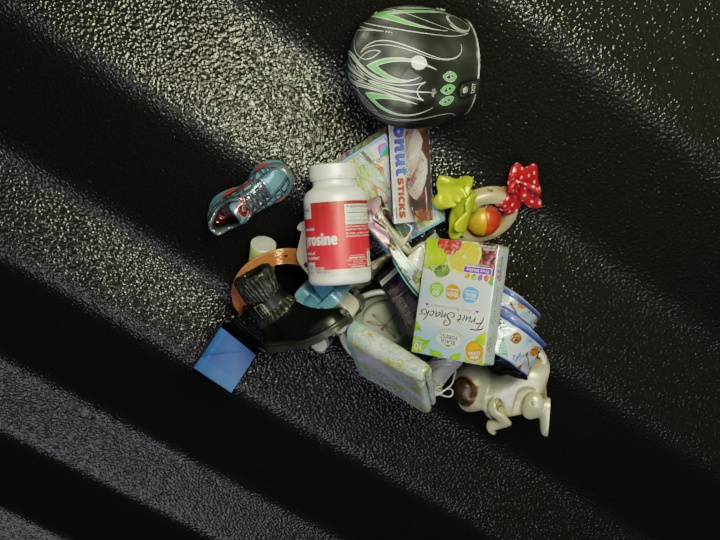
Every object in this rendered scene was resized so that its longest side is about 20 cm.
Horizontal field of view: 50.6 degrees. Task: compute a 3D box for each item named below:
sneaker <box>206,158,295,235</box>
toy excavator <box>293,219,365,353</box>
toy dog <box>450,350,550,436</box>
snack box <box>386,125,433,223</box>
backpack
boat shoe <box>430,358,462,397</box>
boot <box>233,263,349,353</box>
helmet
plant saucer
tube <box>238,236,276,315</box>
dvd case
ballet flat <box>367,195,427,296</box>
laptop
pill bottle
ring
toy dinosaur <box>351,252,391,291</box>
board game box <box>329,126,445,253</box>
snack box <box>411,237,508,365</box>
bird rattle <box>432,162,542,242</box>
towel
[{"bbox_3d":[-0.200,-0.123,1.388,0.198,0.096,0.079,-31,115,24],"label":"sneaker"},{"bbox_3d":[-0.079,0.023,1.425,0.200,0.100,0.194,44,123,-4],"label":"toy excavator"},{"bbox_3d":[0.281,0.240,1.542,0.196,0.140,0.197,0,123,9],"label":"toy dog"},{"bbox_3d":[0.084,-0.185,1.310,0.070,0.024,0.204,-5,102,-6],"label":"snack box"},{"bbox_3d":[0.251,0.109,1.411,0.199,0.190,0.155,27,100,-43],"label":"backpack"},{"bbox_3d":[0.145,0.225,1.524,0.073,0.088,0.202,13,150,-22],"label":"boat shoe"},{"bbox_3d":[-0.130,0.059,1.371,0.208,0.079,0.160,-15,102,34],"label":"boot"},{"bbox_3d":[0.074,-0.317,1.187,0.187,0.201,0.203,-2,125,-12],"label":"helmet"},{"bbox_3d":[0.054,0.111,1.535,0.196,0.051,0.203,3,124,4],"label":"plant saucer"},{"bbox_3d":[-0.202,0.026,1.517,0.058,0.051,0.203,39,135,33],"label":"tube"},{"bbox_3d":[0.127,0.048,1.395,0.148,0.202,0.016,-42,149,22],"label":"dvd case"},{"bbox_3d":[0.074,-0.047,1.360,0.071,0.069,0.201,-36,92,20],"label":"ballet flat"},{"bbox_3d":[-0.212,0.168,1.531,0.196,0.105,0.178,-9,153,15],"label":"laptop"},{"bbox_3d":[-0.041,-0.079,1.310,0.110,0.112,0.204,-4,92,9],"label":"pill bottle"},{"bbox_3d":[-0.156,0.032,1.493,0.196,0.019,0.203,-10,134,-11],"label":"ring"},{"bbox_3d":[0.000,0.000,1.476,0.199,0.048,0.088,-39,125,23],"label":"toy dinosaur"},{"bbox_3d":[0.047,-0.142,1.383,0.133,0.034,0.201,-28,116,22],"label":"board game box"},{"bbox_3d":[0.172,0.051,1.315,0.140,0.053,0.204,7,88,34],"label":"snack box"},{"bbox_3d":[0.226,-0.115,1.356,0.196,0.114,0.164,-15,147,-15],"label":"bird rattle"},{"bbox_3d":[0.061,0.182,1.427,0.169,0.048,0.201,26,158,23],"label":"towel"}]
